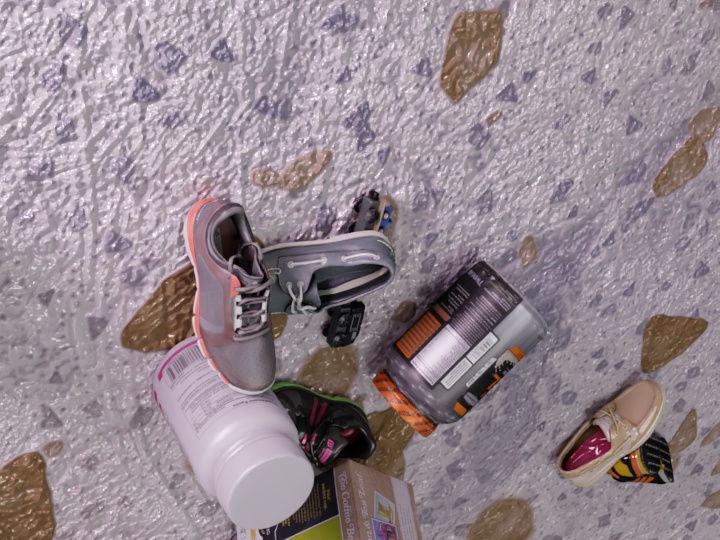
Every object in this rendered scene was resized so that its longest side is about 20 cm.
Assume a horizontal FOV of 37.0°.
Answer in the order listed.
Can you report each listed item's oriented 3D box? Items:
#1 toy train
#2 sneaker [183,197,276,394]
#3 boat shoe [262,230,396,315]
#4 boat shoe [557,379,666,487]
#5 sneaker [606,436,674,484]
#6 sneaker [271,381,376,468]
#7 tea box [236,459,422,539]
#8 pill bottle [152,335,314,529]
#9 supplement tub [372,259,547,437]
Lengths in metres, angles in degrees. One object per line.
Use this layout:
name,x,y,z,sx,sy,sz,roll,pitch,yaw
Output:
toy train,0.000,0.000,1.203,0.045,0.034,0.202,-6,124,-34
sneaker,-0.121,0.027,1.051,0.077,0.082,0.202,-20,98,-31
boat shoe,-0.057,0.012,1.133,0.198,0.062,0.073,-16,123,-5
boat shoe,0.369,0.239,1.589,0.200,0.074,0.069,-51,139,9
sneaker,0.431,0.300,1.691,0.089,0.071,0.200,-13,160,25
sneaker,-0.058,0.185,1.261,0.199,0.084,0.077,9,115,-38
tea box,-0.032,0.366,1.287,0.196,0.202,0.133,-31,141,28
pill bottle,-0.132,0.165,1.117,0.112,0.200,0.114,-17,130,-22
supplement tub,0.116,0.096,1.287,0.200,0.123,0.122,-45,134,3
